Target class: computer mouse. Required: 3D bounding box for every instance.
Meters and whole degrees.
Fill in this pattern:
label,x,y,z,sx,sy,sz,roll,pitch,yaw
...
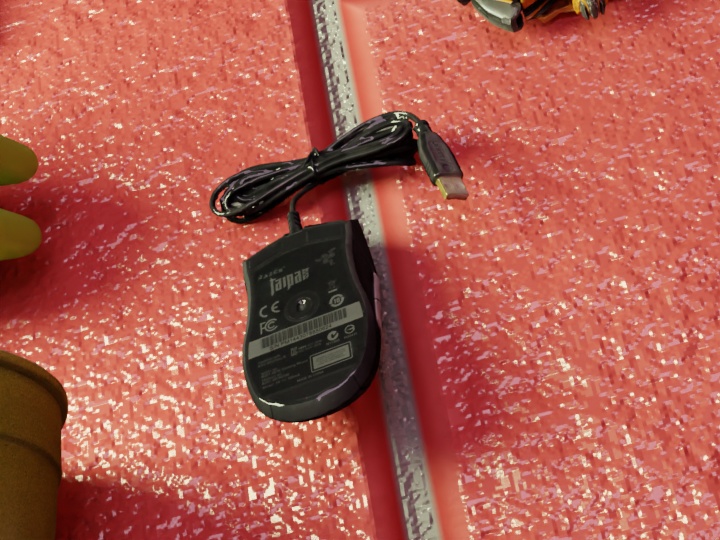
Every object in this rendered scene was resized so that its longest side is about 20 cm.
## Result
label,x,y,z,sx,sy,sz,roll,pitch,yaw
computer mouse,0.000,0.000,0.874,0.139,0.046,0.201,-24,42,6

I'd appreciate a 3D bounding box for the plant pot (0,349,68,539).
label,x,y,z,sx,sy,sz,roll,pitch,yaw
plant pot,-0.228,0.160,0.761,0.198,0.201,0.195,-13,65,8

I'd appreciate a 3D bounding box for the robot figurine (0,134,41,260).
label,x,y,z,sx,sy,sz,roll,pitch,yaw
robot figurine,-0.285,-0.034,0.938,0.198,0.116,0.178,-4,86,13

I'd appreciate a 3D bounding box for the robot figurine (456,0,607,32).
label,x,y,z,sx,sy,sz,roll,pitch,yaw
robot figurine,0.109,-0.229,0.981,0.144,0.058,0.201,-19,53,5
